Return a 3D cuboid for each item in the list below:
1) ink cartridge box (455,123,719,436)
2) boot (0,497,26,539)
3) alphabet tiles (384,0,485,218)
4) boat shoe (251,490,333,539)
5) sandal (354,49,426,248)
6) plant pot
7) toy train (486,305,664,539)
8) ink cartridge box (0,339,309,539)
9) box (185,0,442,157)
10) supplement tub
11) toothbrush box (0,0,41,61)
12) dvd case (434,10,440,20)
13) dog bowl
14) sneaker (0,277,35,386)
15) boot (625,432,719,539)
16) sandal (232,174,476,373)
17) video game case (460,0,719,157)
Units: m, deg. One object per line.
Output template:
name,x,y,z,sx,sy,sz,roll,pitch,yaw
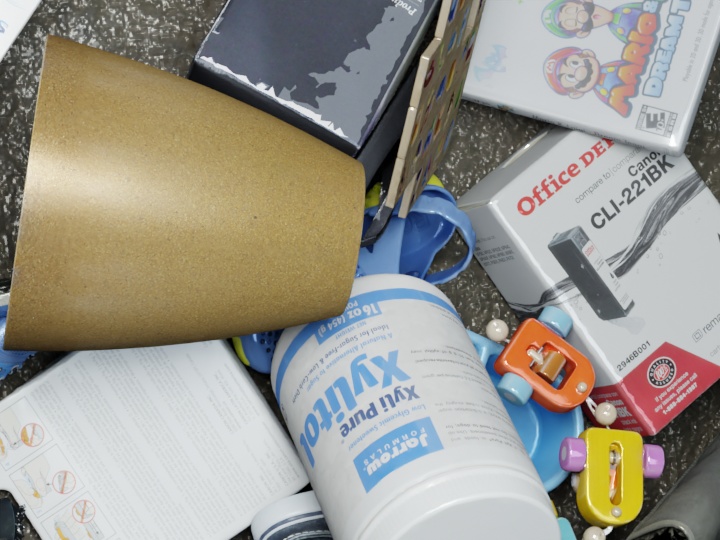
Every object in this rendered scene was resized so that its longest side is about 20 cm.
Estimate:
ink cartridge box,0.178,-0.006,1.700,0.144,0.084,0.201,-39,97,-18
boot,-0.275,0.232,1.493,0.167,0.077,0.201,-1,58,-13
alphabet tiles,0.051,-0.119,1.552,0.007,0.200,0.168,17,115,8
boat shoe,0.025,0.203,1.607,0.199,0.071,0.091,12,49,-28
sandal,0.017,-0.067,1.590,0.043,0.076,0.201,34,55,-3
plant pot,-0.102,-0.034,1.461,0.198,0.186,0.188,7,83,-7
toy train,0.112,0.134,1.623,0.150,0.056,0.201,31,69,-5
ink cartridge box,-0.155,0.124,1.603,0.199,0.050,0.163,-33,98,-1
box,-0.020,-0.167,1.571,0.123,0.200,0.199,29,79,-3
supplement tub,0.031,0.111,1.513,0.131,0.201,0.133,-12,134,-13
toothbrush box,-0.221,-0.217,1.543,0.085,0.146,0.201,34,77,-13
dvd case,0.091,-0.285,1.724,0.149,0.025,0.202,-11,89,-20
dog bowl,0.064,0.091,1.670,0.199,0.050,0.112,25,78,-17
sneaker,-0.251,0.061,1.553,0.199,0.079,0.090,-20,99,-12
boot,0.253,0.124,1.649,0.072,0.183,0.199,35,40,25
sandal,0.000,0.000,1.617,0.200,0.087,0.080,-38,123,-24
video game case,0.161,-0.193,1.668,0.181,0.024,0.201,16,79,16
